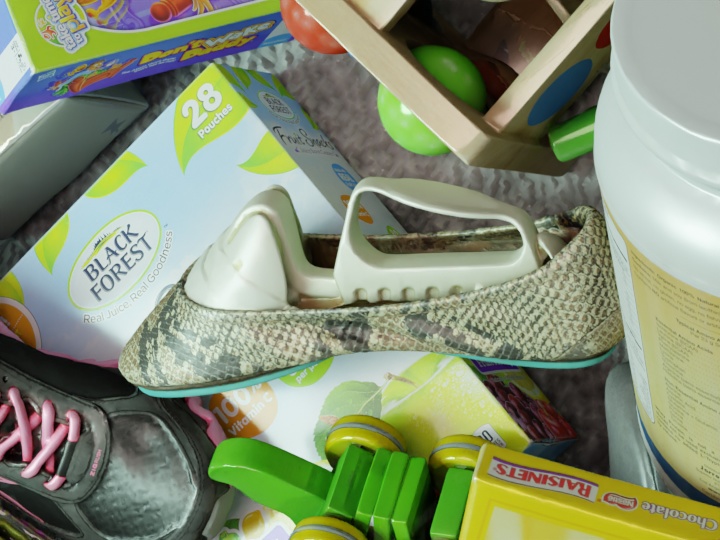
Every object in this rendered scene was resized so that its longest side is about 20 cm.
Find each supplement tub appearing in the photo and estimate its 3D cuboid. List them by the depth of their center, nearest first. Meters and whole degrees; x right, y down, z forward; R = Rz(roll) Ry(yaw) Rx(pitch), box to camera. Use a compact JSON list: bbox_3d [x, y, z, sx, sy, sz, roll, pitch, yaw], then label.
[{"bbox_3d":[0.154,-0.013,0.898,0.144,0.200,0.145,-7,47,7],"label":"supplement tub"}]

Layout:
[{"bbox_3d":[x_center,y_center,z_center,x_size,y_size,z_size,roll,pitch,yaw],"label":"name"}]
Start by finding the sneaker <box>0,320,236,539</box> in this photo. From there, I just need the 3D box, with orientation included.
[{"bbox_3d":[-0.142,0.053,1.033,0.199,0.095,0.079,26,100,20],"label":"sneaker"}]

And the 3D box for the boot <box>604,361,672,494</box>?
[{"bbox_3d":[0.075,0.136,1.028,0.131,0.070,0.201,-8,86,22],"label":"boot"}]

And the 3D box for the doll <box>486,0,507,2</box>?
[{"bbox_3d":[-0.004,-0.174,0.931,0.200,0.048,0.136,49,127,1],"label":"doll"}]

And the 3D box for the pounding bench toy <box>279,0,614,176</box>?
[{"bbox_3d":[0.080,-0.097,1.001,0.200,0.124,0.156,45,104,16],"label":"pounding bench toy"}]

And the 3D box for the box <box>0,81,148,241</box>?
[{"bbox_3d":[-0.189,-0.117,1.132,0.095,0.078,0.200,-42,75,15],"label":"box"}]

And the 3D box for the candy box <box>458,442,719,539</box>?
[{"bbox_3d":[0.073,0.155,0.959,0.102,0.026,0.201,16,126,9],"label":"candy box"}]

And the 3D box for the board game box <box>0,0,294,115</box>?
[{"bbox_3d":[-0.111,-0.174,1.075,0.045,0.134,0.201,-38,72,60],"label":"board game box"}]

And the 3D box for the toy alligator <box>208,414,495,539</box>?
[{"bbox_3d":[0.042,0.100,0.989,0.199,0.054,0.059,11,52,11],"label":"toy alligator"}]

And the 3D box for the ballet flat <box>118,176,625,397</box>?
[{"bbox_3d":[0.000,0.000,0.989,0.199,0.068,0.076,-4,124,17],"label":"ballet flat"}]

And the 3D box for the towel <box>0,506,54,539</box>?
[{"bbox_3d":[-0.202,0.106,1.115,0.200,0.144,0.023,30,55,17],"label":"towel"}]

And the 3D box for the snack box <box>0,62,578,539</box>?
[{"bbox_3d":[-0.043,0.047,1.078,0.169,0.068,0.200,-45,73,15],"label":"snack box"}]
